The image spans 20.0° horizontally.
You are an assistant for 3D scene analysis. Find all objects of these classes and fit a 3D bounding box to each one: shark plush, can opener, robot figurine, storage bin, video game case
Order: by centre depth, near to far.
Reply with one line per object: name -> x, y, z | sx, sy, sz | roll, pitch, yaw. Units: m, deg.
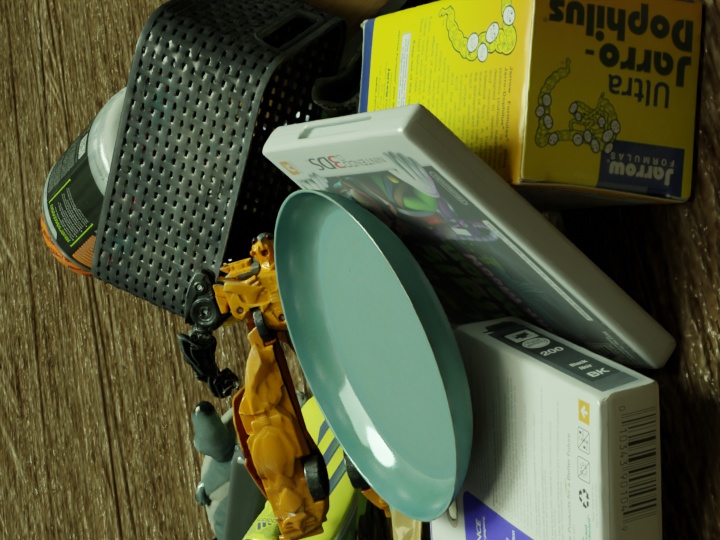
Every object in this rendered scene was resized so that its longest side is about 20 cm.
video game case -> 0.055, -0.015, 1.125 | 0.023, 0.200, 0.182 | -55, 21, -15
robot figurine -> -0.032, 0.068, 1.295 | 0.058, 0.144, 0.201 | -68, -37, -72
storage bin -> -0.093, -0.080, 1.344 | 0.135, 0.093, 0.201 | -44, -27, -57
can opener -> -0.070, 0.215, 1.484 | 0.066, 0.053, 0.201 | 16, 116, 26
shark plush -> -0.085, 0.170, 1.519 | 0.083, 0.091, 0.201 | 28, 109, 28

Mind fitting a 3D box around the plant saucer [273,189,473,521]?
plant saucer -> 0.010, 0.045, 1.158 | 0.200, 0.027, 0.201 | 48, 150, 40

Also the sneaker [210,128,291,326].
sneaker -> -0.077, -0.034, 1.492 | 0.082, 0.077, 0.200 | 57, 144, 21

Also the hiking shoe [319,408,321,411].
hiking shoe -> 0.000, 0.000, 1.355 | 0.087, 0.074, 0.201 | -131, 54, -63

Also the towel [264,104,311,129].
towel -> -0.055, -0.117, 1.547 | 0.147, 0.024, 0.202 | 179, 95, -65

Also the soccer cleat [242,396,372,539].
soccer cleat -> -0.038, 0.166, 1.381 | 0.065, 0.083, 0.201 | 123, 153, -49

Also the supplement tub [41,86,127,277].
supplement tub -> -0.194, -0.070, 1.716 | 0.200, 0.122, 0.124 | -34, 56, 58

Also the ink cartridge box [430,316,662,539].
ink cartridge box -> 0.097, 0.132, 1.118 | 0.200, 0.043, 0.200 | 26, 123, 60

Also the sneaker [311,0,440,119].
sneaker -> 0.001, -0.110, 1.353 | 0.200, 0.088, 0.077 | 122, 143, -45

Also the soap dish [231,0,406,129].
soap dish -> -0.050, -0.208, 1.437 | 0.200, 0.081, 0.158 | -40, 44, 40

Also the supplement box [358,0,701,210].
supplement box -> 0.089, -0.093, 1.145 | 0.200, 0.108, 0.110 | 0, 85, 64

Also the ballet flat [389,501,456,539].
ballet flat -> 0.052, 0.166, 1.254 | 0.063, 0.068, 0.202 | 5, 93, 36
